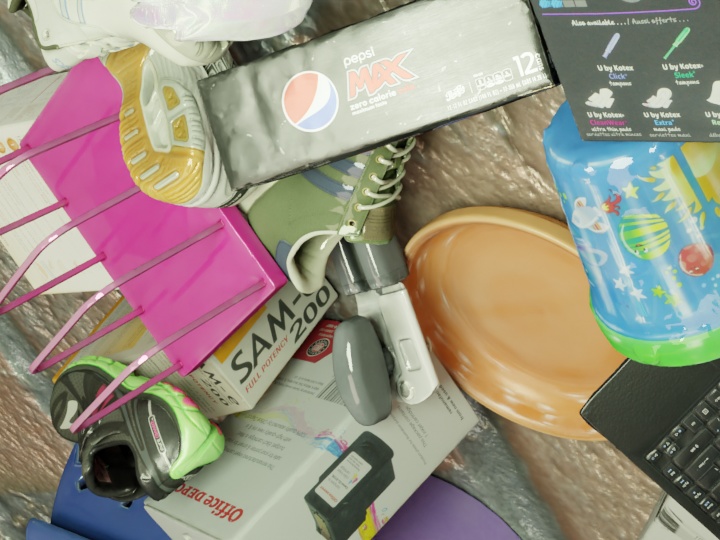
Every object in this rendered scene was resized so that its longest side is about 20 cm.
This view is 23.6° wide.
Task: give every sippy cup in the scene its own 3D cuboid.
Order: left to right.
[{"bbox_3d":[0.166,-0.041,0.927,0.177,0.140,0.131,1,135,43],"label":"sippy cup"}]

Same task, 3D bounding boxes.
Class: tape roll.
[{"bbox_3d":[0.047,0.260,1.424,0.199,0.085,0.201,22,143,18],"label":"tape roll"}]

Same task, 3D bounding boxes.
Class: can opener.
[{"bbox_3d":[0.000,0.000,1.135,0.052,0.066,0.201,-14,94,46],"label":"can opener"}]

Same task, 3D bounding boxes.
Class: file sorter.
[{"bbox_3d":[-0.176,-0.019,1.103,0.201,0.125,0.139,54,138,5],"label":"file sorter"}]

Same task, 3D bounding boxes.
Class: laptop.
[{"bbox_3d":[0.256,0.097,0.969,0.200,0.103,0.177,42,102,-6],"label":"laptop"}]

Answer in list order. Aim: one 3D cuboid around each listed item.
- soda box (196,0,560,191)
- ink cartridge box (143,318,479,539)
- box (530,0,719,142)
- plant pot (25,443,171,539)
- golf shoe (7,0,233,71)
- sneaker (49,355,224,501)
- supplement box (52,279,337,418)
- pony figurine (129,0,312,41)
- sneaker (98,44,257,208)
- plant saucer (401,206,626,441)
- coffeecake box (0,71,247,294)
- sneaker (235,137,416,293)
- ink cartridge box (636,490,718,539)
[{"bbox_3d":[0.014,-0.107,0.968,0.199,0.063,0.071,-17,93,19],"label":"soda box"},{"bbox_3d":[-0.037,0.137,1.228,0.083,0.200,0.145,54,159,-24],"label":"ink cartridge box"},{"bbox_3d":[0.144,-0.174,0.816,0.106,0.122,0.201,4,134,38],"label":"box"},{"bbox_3d":[-0.173,0.254,1.521,0.199,0.180,0.201,16,140,25],"label":"plant pot"},{"bbox_3d":[-0.144,-0.151,1.011,0.078,0.098,0.200,15,-160,-43],"label":"golf shoe"},{"bbox_3d":[-0.177,0.115,1.217,0.077,0.084,0.199,52,156,-25],"label":"sneaker"},{"bbox_3d":[-0.127,0.052,1.298,0.199,0.126,0.074,-17,119,50],"label":"supplement box"},{"bbox_3d":[-0.020,-0.205,0.901,0.192,0.168,0.200,9,162,-5],"label":"pony figurine"},{"bbox_3d":[-0.113,-0.130,1.077,0.075,0.201,0.087,-19,161,31],"label":"sneaker"},{"bbox_3d":[0.118,0.031,1.144,0.199,0.038,0.201,24,144,19],"label":"plant saucer"},{"bbox_3d":[-0.197,-0.065,1.269,0.199,0.073,0.154,-3,127,42],"label":"coffeecake box"},{"bbox_3d":[0.005,-0.060,1.059,0.200,0.067,0.090,-38,72,36],"label":"sneaker"},{"bbox_3d":[0.272,0.168,1.127,0.145,0.084,0.201,30,144,10],"label":"ink cartridge box"}]
